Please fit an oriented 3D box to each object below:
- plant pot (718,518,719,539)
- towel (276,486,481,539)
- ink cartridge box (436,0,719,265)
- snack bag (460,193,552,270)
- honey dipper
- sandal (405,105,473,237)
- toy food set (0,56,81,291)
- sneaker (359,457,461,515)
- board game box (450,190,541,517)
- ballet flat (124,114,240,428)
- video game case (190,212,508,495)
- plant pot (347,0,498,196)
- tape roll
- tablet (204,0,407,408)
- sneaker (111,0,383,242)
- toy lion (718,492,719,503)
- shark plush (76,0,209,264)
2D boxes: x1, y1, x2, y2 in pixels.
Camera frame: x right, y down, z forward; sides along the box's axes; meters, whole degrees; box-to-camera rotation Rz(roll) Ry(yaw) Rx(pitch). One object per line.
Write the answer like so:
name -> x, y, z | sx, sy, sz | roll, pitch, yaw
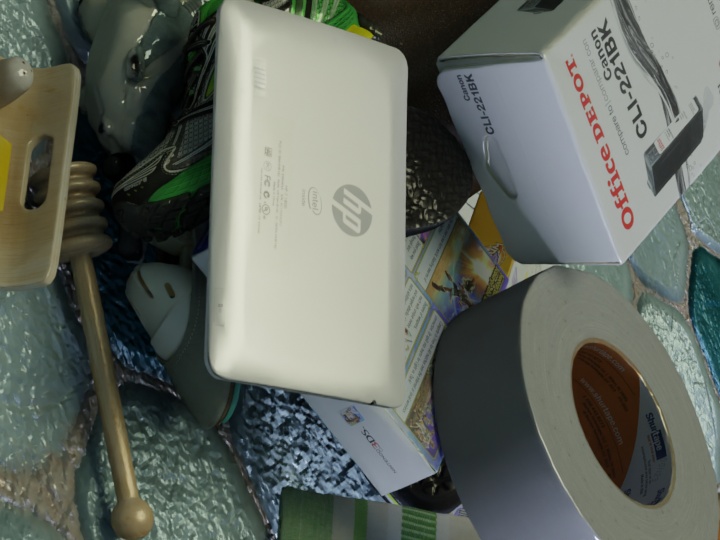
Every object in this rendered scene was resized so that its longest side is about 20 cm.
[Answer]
plant pot -> 0.153, 0.250, 1.301 | 0.139, 0.200, 0.201 | -5, 76, -43
towel -> 0.046, 0.209, 1.176 | 0.199, 0.023, 0.153 | 10, 54, -10
ink cartridge box -> 0.150, -0.115, 1.227 | 0.200, 0.083, 0.145 | -45, 122, -36
snack bag -> 0.103, -0.089, 1.575 | 0.188, 0.021, 0.201 | 28, 50, -51
honey dipper -> -0.136, 0.043, 1.075 | 0.038, 0.038, 0.201 | 2, 72, -59
sandal -> -0.009, -0.033, 1.124 | 0.200, 0.045, 0.075 | -35, 91, -44
toy food set -> -0.215, -0.095, 1.002 | 0.200, 0.060, 0.144 | 38, 42, -43
sneaker -> -0.002, 0.078, 1.269 | 0.071, 0.083, 0.201 | -24, 76, -18
board game box -> 0.087, 0.064, 1.375 | 0.200, 0.040, 0.154 | -67, 154, -51
ballet flat -> -0.105, -0.005, 1.148 | 0.063, 0.067, 0.201 | 12, 58, -25
video game case -> 0.000, 0.000, 1.186 | 0.182, 0.045, 0.200 | 51, 33, -17
plant pot -> 0.065, -0.133, 1.356 | 0.187, 0.199, 0.188 | 36, 44, -45
tape roll -> 0.129, 0.101, 1.195 | 0.200, 0.066, 0.201 | 34, 42, -38
tablet -> -0.024, -0.034, 1.061 | 0.130, 0.014, 0.202 | 13, 72, -38
sneaker -> -0.075, -0.092, 1.104 | 0.085, 0.078, 0.200 | 42, 54, -5
toy lion -> 0.226, 0.229, 1.559 | 0.200, 0.068, 0.192 | 49, 43, -33
shark plush -> -0.105, -0.102, 1.130 | 0.083, 0.091, 0.201 | 25, 44, -29
